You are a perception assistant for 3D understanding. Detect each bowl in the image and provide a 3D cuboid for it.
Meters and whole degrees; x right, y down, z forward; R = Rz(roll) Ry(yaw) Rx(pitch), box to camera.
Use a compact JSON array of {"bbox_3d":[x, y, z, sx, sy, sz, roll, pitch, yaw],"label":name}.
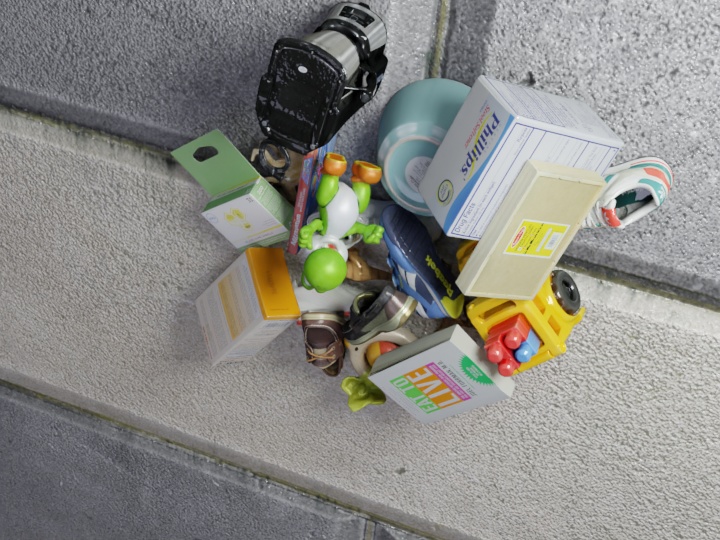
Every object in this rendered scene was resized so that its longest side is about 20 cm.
[{"bbox_3d":[0.102,-0.159,1.356,0.198,0.105,0.203,11,123,18],"label":"bowl"}]

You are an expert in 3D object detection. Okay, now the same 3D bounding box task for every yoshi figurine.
[{"bbox_3d":[-0.034,-0.055,1.344,0.111,0.112,0.203,23,107,23],"label":"yoshi figurine"}]

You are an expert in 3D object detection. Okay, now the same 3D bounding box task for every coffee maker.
[{"bbox_3d":[-0.058,-0.254,1.306,0.135,0.200,0.192,45,125,-6],"label":"coffee maker"}]

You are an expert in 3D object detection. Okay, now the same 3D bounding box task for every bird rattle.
[{"bbox_3d":[0.055,0.157,1.562,0.197,0.113,0.164,-7,128,29],"label":"bird rattle"}]

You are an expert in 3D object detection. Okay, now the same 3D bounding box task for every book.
[{"bbox_3d":[0.122,0.162,1.451,0.134,0.048,0.199,44,141,-14],"label":"book"}]

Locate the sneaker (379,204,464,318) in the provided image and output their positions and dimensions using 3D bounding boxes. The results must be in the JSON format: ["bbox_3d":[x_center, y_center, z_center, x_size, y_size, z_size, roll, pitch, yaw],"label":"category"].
[{"bbox_3d":[0.075,-0.005,1.412,0.082,0.074,0.201,-11,119,43],"label":"sneaker"}]

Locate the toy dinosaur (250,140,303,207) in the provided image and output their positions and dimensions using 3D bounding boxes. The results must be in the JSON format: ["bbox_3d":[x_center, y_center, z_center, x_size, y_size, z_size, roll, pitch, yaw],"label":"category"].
[{"bbox_3d":[-0.116,-0.170,1.482,0.100,0.059,0.201,17,140,2],"label":"toy dinosaur"}]

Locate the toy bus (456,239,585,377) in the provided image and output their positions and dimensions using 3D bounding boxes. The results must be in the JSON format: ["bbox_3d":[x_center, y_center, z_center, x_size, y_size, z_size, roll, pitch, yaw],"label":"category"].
[{"bbox_3d":[0.215,0.054,1.387,0.135,0.192,0.201,-29,105,36],"label":"toy bus"}]

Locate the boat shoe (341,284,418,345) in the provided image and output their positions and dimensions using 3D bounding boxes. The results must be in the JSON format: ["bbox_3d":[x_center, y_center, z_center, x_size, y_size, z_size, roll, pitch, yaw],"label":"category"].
[{"bbox_3d":[0.017,0.061,1.449,0.066,0.072,0.200,46,154,-9],"label":"boat shoe"}]

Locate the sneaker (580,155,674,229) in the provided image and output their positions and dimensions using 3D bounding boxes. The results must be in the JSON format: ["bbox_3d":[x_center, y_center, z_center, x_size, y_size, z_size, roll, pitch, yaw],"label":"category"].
[{"bbox_3d":[0.327,-0.091,1.305,0.198,0.094,0.071,-18,112,31],"label":"sneaker"}]

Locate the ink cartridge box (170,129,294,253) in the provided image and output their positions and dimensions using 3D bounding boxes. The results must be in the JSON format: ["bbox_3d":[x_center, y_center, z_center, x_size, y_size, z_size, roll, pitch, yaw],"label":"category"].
[{"bbox_3d":[-0.204,-0.120,1.509,0.144,0.048,0.200,-14,131,46],"label":"ink cartridge box"}]

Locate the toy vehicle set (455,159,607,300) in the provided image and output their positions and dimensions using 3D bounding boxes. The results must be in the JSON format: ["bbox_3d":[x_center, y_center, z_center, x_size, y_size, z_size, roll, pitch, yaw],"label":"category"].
[{"bbox_3d":[0.221,-0.047,1.242,0.123,0.027,0.201,6,127,-33],"label":"toy vehicle set"}]

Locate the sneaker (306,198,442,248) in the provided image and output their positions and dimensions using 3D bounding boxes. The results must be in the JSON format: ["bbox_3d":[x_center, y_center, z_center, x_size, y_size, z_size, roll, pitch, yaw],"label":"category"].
[{"bbox_3d":[0.018,-0.060,1.449,0.197,0.116,0.075,14,122,14],"label":"sneaker"}]

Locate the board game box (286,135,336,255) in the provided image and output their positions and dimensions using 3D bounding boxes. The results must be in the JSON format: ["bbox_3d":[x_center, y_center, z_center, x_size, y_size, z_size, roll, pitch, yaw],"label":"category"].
[{"bbox_3d":[-0.072,-0.132,1.451,0.019,0.103,0.202,19,126,7],"label":"board game box"}]

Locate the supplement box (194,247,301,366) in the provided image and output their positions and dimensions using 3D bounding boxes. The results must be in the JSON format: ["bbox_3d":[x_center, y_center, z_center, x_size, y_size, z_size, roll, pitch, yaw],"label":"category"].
[{"bbox_3d":[-0.191,0.063,1.599,0.200,0.073,0.128,-38,62,44],"label":"supplement box"}]

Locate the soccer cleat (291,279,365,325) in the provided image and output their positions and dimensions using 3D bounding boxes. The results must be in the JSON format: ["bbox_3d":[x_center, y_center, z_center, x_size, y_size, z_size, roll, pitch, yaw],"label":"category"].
[{"bbox_3d":[-0.028,0.045,1.572,0.197,0.079,0.069,-1,158,9],"label":"soccer cleat"}]

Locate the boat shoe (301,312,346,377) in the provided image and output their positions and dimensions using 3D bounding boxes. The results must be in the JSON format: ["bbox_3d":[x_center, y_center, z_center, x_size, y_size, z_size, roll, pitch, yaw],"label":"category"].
[{"bbox_3d":[-0.058,0.126,1.568,0.071,0.073,0.200,0,157,4],"label":"boat shoe"}]

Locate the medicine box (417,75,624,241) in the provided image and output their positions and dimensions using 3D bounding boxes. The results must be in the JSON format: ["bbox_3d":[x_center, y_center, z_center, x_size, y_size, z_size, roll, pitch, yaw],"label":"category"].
[{"bbox_3d":[0.207,-0.135,1.248,0.198,0.103,0.183,7,127,-33],"label":"medicine box"}]

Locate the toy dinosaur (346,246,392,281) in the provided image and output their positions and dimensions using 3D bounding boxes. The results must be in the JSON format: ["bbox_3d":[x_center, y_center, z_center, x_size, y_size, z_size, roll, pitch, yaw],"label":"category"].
[{"bbox_3d":[0.000,0.000,1.510,0.198,0.106,0.061,9,115,-33],"label":"toy dinosaur"}]

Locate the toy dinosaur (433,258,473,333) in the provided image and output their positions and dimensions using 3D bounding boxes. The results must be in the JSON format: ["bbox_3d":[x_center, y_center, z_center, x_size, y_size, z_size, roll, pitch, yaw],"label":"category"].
[{"bbox_3d":[0.147,0.062,1.519,0.106,0.060,0.202,33,138,29],"label":"toy dinosaur"}]
